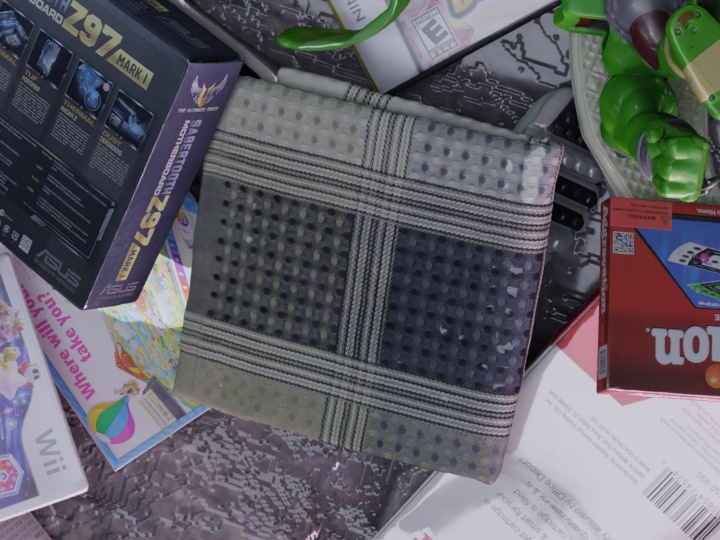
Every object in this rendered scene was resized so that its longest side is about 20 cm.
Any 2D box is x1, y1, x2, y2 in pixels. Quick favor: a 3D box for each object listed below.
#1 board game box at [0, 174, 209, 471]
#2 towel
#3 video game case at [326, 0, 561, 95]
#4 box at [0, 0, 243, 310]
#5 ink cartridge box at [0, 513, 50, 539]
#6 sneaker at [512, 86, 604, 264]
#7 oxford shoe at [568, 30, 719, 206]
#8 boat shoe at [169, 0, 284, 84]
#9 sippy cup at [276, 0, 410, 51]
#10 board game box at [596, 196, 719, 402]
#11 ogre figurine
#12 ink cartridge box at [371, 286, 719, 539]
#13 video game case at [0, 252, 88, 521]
[{"bbox_3d":[-0.141,-0.004,1.370,0.134,0.034,0.200,-33,92,15],"label":"board game box"},{"bbox_3d":[0.000,0.000,1.258,0.200,0.035,0.193,15,107,19],"label":"towel"},{"bbox_3d":[0.055,-0.218,1.296,0.200,0.026,0.181,-28,93,15],"label":"video game case"},{"bbox_3d":[-0.173,-0.098,1.289,0.200,0.051,0.158,37,116,25],"label":"box"},{"bbox_3d":[-0.292,0.150,1.396,0.147,0.083,0.200,-38,90,14],"label":"ink cartridge box"},{"bbox_3d":[0.064,-0.016,1.307,0.081,0.075,0.200,32,92,50],"label":"sneaker"},{"bbox_3d":[0.158,-0.061,1.284,0.075,0.058,0.200,-21,93,-11],"label":"oxford shoe"},{"bbox_3d":[-0.090,-0.112,1.315,0.200,0.074,0.060,41,93,6],"label":"boat shoe"},{"bbox_3d":[-0.037,-0.214,1.242,0.130,0.140,0.178,-2,74,23],"label":"sippy cup"},{"bbox_3d":[0.223,0.020,1.250,0.200,0.019,0.103,4,81,-12],"label":"board game box"},{"bbox_3d":[0.155,-0.135,1.198,0.098,0.120,0.200,-14,90,-13],"label":"ogre figurine"},{"bbox_3d":[0.127,0.121,1.309,0.147,0.083,0.200,43,105,3],"label":"ink cartridge box"},{"bbox_3d":[-0.269,0.088,1.324,0.200,0.018,0.143,-19,87,-10],"label":"video game case"}]
